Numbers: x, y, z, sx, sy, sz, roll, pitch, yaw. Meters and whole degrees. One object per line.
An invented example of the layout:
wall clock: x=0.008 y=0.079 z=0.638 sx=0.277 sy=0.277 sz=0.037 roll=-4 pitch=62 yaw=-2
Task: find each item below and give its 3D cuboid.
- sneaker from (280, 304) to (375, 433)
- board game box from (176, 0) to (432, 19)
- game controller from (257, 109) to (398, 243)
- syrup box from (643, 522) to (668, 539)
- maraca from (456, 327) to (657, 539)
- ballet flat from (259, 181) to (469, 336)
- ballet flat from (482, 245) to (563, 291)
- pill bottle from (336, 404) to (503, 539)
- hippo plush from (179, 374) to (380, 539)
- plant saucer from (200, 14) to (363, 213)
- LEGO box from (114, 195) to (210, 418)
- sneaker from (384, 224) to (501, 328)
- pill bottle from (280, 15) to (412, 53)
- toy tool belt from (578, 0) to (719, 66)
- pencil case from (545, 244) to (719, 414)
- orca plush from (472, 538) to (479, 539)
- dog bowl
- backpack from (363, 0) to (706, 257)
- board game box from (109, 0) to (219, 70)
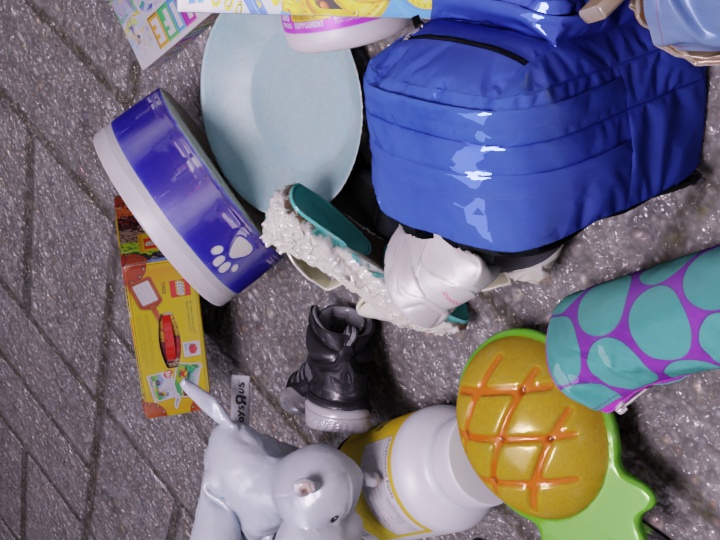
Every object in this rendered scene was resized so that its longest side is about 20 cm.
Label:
sneaker: x=-0.028 y=0.090 z=1.129 sx=0.200 sy=0.075 sz=0.115 roll=-169 pitch=86 yaw=-76
board game box: x=-0.025 y=-0.271 z=0.754 sx=0.193 sy=0.056 sz=0.202 roll=2 pitch=113 yaw=4
game controller: x=-0.032 y=-0.072 z=1.055 sx=0.200 sy=0.042 sz=0.105 roll=40 pitch=126 yaw=27
syrup box: x=0.238 y=0.275 z=0.905 sx=0.199 sy=0.081 sz=0.079 roll=32 pitch=138 yaw=35
maraca: x=0.148 y=0.140 z=0.894 sx=0.137 sy=0.106 sz=0.201 roll=-46 pitch=66 yaw=37
ballet flat: x=0.000 y=0.000 z=0.976 sx=0.199 sy=0.072 sz=0.072 roll=36 pitch=147 yaw=-11
ballet flat: x=0.109 y=-0.019 z=0.888 sx=0.199 sy=0.073 sz=0.074 roll=-18 pitch=99 yaw=49
pill bottle: x=0.058 y=0.185 z=1.047 sx=0.200 sy=0.111 sz=0.113 roll=-30 pitch=90 yaw=55
hippo plush: x=-0.054 y=0.198 z=1.030 sx=0.159 sy=0.159 sz=0.203 roll=0 pitch=88 yaw=35
plant saucer: x=-0.062 y=-0.148 z=1.006 sx=0.200 sy=0.038 sz=0.204 roll=13 pitch=110 yaw=41
LEGO box: x=-0.218 y=0.034 z=1.271 sx=0.149 sy=0.076 sz=0.202 roll=-113 pitch=18 yaw=-54
sneaker: x=0.074 y=-0.060 z=0.843 sx=0.099 sy=0.078 sz=0.202 roll=-23 pitch=56 yaw=37
pill bottle: x=-0.027 y=-0.270 z=0.842 sx=0.104 sy=0.104 sz=0.202 roll=11 pitch=122 yaw=48
toy tool belt: x=0.217 y=-0.166 z=0.586 sx=0.199 sy=0.122 sz=0.126 roll=-5 pitch=110 yaw=53
pencil case: x=0.216 y=0.038 z=0.765 sx=0.199 sy=0.084 sz=0.094 roll=-27 pitch=76 yaw=56
orca plush: x=0.094 y=0.316 z=1.128 sx=0.199 sy=0.071 sz=0.106 roll=26 pitch=133 yaw=40
dog bowl: x=-0.160 y=-0.070 z=1.088 sx=0.201 sy=0.078 sz=0.200 roll=55 pitch=-178 yaw=-3
backpack: x=0.096 y=-0.109 z=0.714 sx=0.162 sy=0.199 sz=0.170 roll=17 pitch=127 yaw=46
board game box: x=-0.185 y=-0.288 z=1.093 sx=0.199 sy=0.034 sz=0.136 roll=-19 pitch=98 yaw=55
